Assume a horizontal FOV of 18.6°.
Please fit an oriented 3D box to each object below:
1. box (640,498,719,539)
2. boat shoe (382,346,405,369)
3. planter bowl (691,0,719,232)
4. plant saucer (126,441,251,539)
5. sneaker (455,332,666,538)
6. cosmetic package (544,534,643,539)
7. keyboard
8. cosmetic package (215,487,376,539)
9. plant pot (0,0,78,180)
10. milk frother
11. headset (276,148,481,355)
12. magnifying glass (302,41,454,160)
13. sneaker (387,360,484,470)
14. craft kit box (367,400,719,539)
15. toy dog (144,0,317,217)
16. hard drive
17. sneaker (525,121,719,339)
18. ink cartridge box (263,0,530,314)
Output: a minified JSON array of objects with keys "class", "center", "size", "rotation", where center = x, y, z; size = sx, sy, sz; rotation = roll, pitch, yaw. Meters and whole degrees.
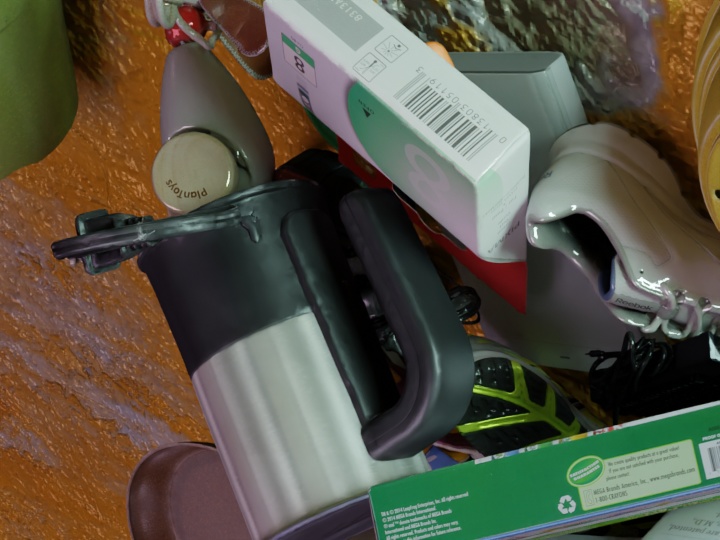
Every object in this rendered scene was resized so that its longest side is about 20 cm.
[{"class":"box","center":[0.257,0.235,1.202],"size":[0.200,0.171,0.200],"rotation":[4,126,47]},{"class":"boat shoe","center":[0.003,0.095,1.467],"size":[0.200,0.059,0.072],"rotation":[49,146,1]},{"class":"planter bowl","center":[0.221,-0.050,1.033],"size":[0.200,0.083,0.201],"rotation":[27,135,30]},{"class":"plant saucer","center":[-0.072,0.194,1.466],"size":[0.200,0.032,0.201],"rotation":[23,130,29]},{"class":"sneaker","center":[0.118,0.102,1.327],"size":[0.200,0.075,0.076],"rotation":[48,-175,-31]},{"class":"cosmetic package","center":[0.142,0.260,1.310],"size":[0.101,0.071,0.201],"rotation":[-2,115,37]},{"class":"keyboard","center":[0.169,0.070,1.180],"size":[0.104,0.040,0.200],"rotation":[17,166,-8]},{"class":"cosmetic package","center":[-0.025,0.230,1.579],"size":[0.199,0.123,0.200],"rotation":[46,145,6]},{"class":"plant pot","center":[-0.268,-0.163,1.449],"size":[0.200,0.200,0.190],"rotation":[28,154,30]},{"class":"milk frother","center":[-0.062,0.052,1.193],"size":[0.180,0.199,0.189],"rotation":[-44,65,54]},{"class":"headset","center":[0.000,0.000,1.348],"size":[0.200,0.094,0.124],"rotation":[24,140,51]},{"class":"magnifying glass","center":[0.006,-0.105,1.256],"size":[0.080,0.022,0.200],"rotation":[61,160,-8]},{"class":"sneaker","center":[0.036,0.110,1.385],"size":[0.199,0.075,0.090],"rotation":[25,-175,7]},{"class":"craft kit box","center":[0.128,0.111,1.154],"size":[0.199,0.197,0.049],"rotation":[-15,78,16]},{"class":"toy dog","center":[-0.071,-0.110,1.296],"size":[0.096,0.132,0.201],"rotation":[-1,103,2]},{"class":"hard drive","center":[0.095,-0.032,1.267],"size":[0.132,0.026,0.201],"rotation":[6,127,47]},{"class":"sneaker","center":[0.170,0.007,1.150],"size":[0.200,0.087,0.075],"rotation":[32,136,10]},{"class":"ink cartridge box","center":[0.022,-0.057,1.204],"size":[0.161,0.050,0.200],"rotation":[41,159,23]}]
